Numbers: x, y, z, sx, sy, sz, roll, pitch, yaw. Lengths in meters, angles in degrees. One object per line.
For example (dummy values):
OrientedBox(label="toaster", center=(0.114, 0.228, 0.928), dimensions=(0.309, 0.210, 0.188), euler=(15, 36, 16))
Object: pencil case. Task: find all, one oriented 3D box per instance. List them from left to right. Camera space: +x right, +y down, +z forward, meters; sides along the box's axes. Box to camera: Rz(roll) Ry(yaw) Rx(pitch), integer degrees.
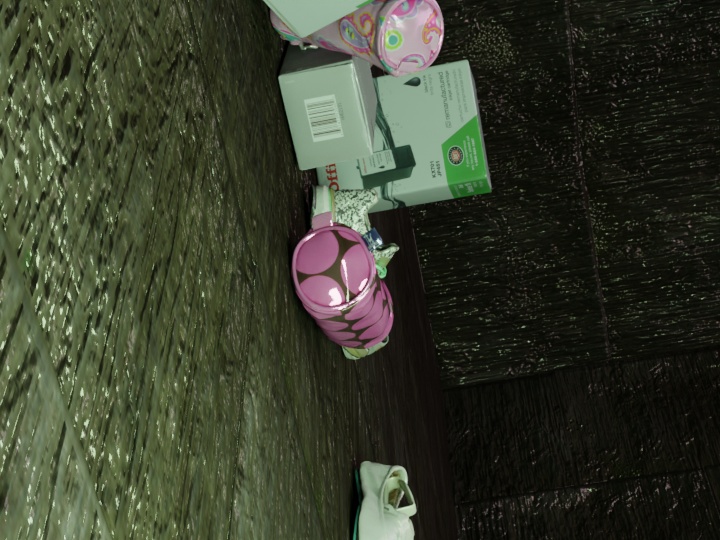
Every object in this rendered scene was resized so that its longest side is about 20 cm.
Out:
OrientedBox(label="pencil case", center=(-0.014, 0.014, 1.415), dimensions=(0.200, 0.090, 0.094), euler=(72, -4, -74))
OrientedBox(label="pencil case", center=(-0.008, -0.246, 1.437), dimensions=(0.199, 0.087, 0.088), euler=(24, -45, 47))

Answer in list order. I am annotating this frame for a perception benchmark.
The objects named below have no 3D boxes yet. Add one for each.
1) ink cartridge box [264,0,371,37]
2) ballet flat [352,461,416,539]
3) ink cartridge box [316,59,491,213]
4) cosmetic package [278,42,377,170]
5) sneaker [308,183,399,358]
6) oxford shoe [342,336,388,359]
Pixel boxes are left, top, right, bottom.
OrientedBox(label="ink cartridge box", center=(-0.026, -0.342, 1.382), dimensions=(0.083, 0.146, 0.201), euler=(41, 34, -45))
OrientedBox(label="ballet flat", center=(0.026, 0.257, 1.520), dimensions=(0.200, 0.069, 0.070), euler=(-87, 167, -67))
OrientedBox(label="ink cartridge box", center=(0.044, -0.151, 1.719), dimensions=(0.083, 0.198, 0.148), euler=(40, 40, -78))
OrientedBox(label="cosmetic package", center=(-0.032, -0.191, 1.563), dimensions=(0.200, 0.089, 0.108), euler=(-81, 159, -65))
OrientedBox(label="sneaker", center=(0.000, 0.000, 1.555), dimensions=(0.077, 0.088, 0.202), euler=(-89, 169, -66))
OrientedBox(label="oxford shoe", center=(-0.008, 0.009, 1.645), dimensions=(0.075, 0.057, 0.202), euler=(-86, 164, -60))
